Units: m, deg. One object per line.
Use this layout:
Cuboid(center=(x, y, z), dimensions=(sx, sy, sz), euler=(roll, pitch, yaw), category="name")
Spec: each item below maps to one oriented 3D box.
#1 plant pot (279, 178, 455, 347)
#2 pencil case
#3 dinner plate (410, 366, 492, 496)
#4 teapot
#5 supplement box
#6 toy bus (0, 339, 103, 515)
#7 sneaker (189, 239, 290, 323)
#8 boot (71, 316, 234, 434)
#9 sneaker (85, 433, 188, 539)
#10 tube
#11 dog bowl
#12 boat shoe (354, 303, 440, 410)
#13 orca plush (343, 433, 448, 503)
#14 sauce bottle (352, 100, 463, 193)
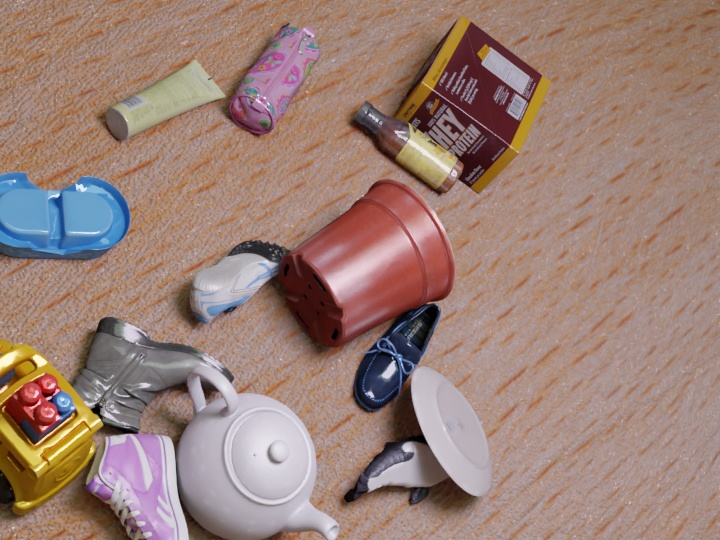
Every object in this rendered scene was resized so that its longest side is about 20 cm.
Cuboid(center=(0.000, 0.000, 1.497), dimensions=(0.194, 0.201, 0.202), euler=(-30, 80, -28), category="plant pot")
Cuboid(center=(-0.134, -0.307, 1.651), dimensions=(0.087, 0.087, 0.201), euler=(34, 54, -7), category="pencil case")
Cuboid(center=(0.137, 0.223, 1.477), dimensions=(0.200, 0.024, 0.201), euler=(45, 26, -28), category="dinner plate")
Cuboid(center=(-0.133, 0.236, 1.301), dimensions=(0.197, 0.146, 0.200), euler=(13, 64, -25), category="teapot")
Cuboid(center=(0.188, -0.285, 1.781), dimensions=(0.199, 0.133, 0.198), euler=(34, 53, -7), category="supplement box")
Cuboid(center=(-0.395, 0.153, 1.189), dimensions=(0.200, 0.192, 0.135), euler=(47, 54, 5), category="toy bus")
Cuboid(center=(-0.170, 0.012, 1.476), dimensions=(0.071, 0.073, 0.199), euler=(29, 35, 24), category="sneaker")
Cuboid(center=(-0.273, 0.155, 1.342), dimensions=(0.198, 0.068, 0.132), euler=(22, 63, -10), category="boot")
Cuboid(center=(-0.275, 0.292, 1.242), dimensions=(0.113, 0.073, 0.202), euler=(12, 47, -39), category="sneaker")
Cuboid(center=(-0.293, -0.256, 1.563), dimensions=(0.200, 0.051, 0.059), euler=(-39, 127, -41), category="tube")
Cuboid(center=(-0.412, -0.068, 1.390), dimensions=(0.197, 0.050, 0.113), euler=(1, 63, -28), category="dog bowl")
Cuboid(center=(0.054, 0.114, 1.527), dimensions=(0.084, 0.069, 0.201), euler=(35, 53, -6), category="boat shoe")
Cuboid(center=(0.053, 0.274, 1.460), dimensions=(0.198, 0.071, 0.107), euler=(-23, 120, -31), category="orca plush")
Cuboid(center=(0.078, -0.208, 1.721), dimensions=(0.199, 0.066, 0.066), euler=(36, 53, -9), category="sauce bottle")
